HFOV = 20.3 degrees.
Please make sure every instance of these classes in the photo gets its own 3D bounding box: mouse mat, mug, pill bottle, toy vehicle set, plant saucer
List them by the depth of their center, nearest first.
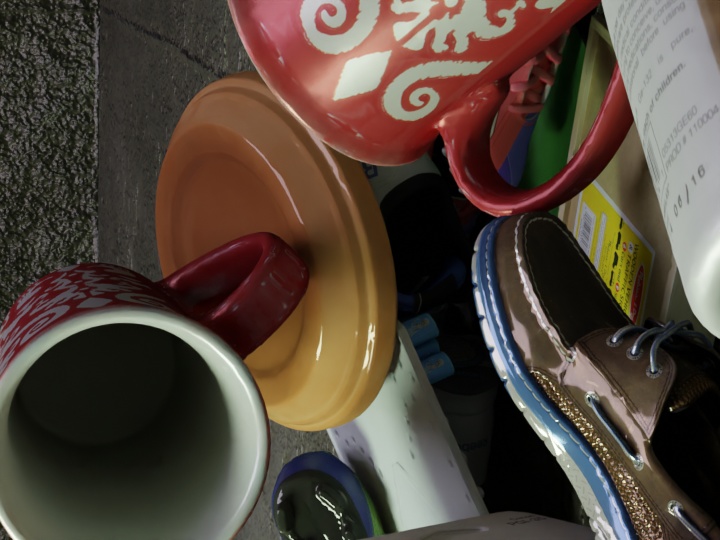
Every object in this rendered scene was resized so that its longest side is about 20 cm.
[{"bbox_3d":[0.143,-0.083,0.682,0.115,0.113,0.201,109,156,-53],"label":"pill bottle"},{"bbox_3d":[0.069,-0.137,0.874,0.200,0.177,0.134,-35,20,35],"label":"mug"},{"bbox_3d":[0.124,-0.002,0.919,0.124,0.026,0.201,-119,31,-56],"label":"toy vehicle set"},{"bbox_3d":[-0.108,0.061,1.030,0.200,0.176,0.134,-145,39,-75],"label":"mug"},{"bbox_3d":[0.101,-0.035,1.063,0.162,0.007,0.201,-105,19,-45],"label":"mouse mat"},{"bbox_3d":[-0.055,-0.006,1.096,0.200,0.037,0.202,28,127,45],"label":"plant saucer"}]

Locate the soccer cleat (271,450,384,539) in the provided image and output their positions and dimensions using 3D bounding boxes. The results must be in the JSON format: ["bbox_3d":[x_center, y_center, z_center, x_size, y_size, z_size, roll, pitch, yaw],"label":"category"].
[{"bbox_3d":[0.007,0.198,1.198,0.084,0.064,0.201,-64,-48,-74],"label":"soccer cleat"}]

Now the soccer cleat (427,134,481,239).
[{"bbox_3d":[0.043,-0.045,1.156,0.073,0.068,0.201,-95,14,-47],"label":"soccer cleat"}]

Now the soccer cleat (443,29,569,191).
[{"bbox_3d":[0.078,-0.128,0.997,0.068,0.073,0.202,-44,-45,-63],"label":"soccer cleat"}]

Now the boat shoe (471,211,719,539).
[{"bbox_3d":[0.118,0.055,0.839,0.072,0.072,0.201,-37,76,38],"label":"boat shoe"}]

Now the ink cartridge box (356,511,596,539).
[{"bbox_3d":[0.057,0.225,0.941,0.082,0.146,0.202,4,96,45],"label":"ink cartridge box"}]

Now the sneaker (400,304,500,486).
[{"bbox_3d":[0.030,0.067,1.224,0.200,0.074,0.088,-128,35,-68],"label":"sneaker"}]

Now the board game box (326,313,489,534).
[{"bbox_3d":[0.044,0.136,1.129,0.201,0.026,0.200,65,161,7],"label":"board game box"}]

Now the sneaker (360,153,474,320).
[{"bbox_3d":[0.000,-0.001,1.112,0.115,0.080,0.200,57,144,33],"label":"sneaker"}]
